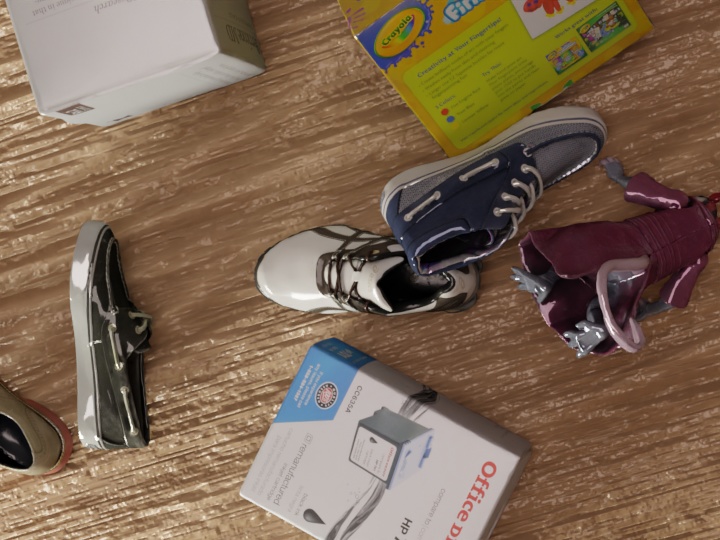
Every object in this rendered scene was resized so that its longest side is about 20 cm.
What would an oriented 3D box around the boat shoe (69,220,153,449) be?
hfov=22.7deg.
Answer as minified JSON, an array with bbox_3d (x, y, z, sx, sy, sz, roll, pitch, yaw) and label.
[{"bbox_3d":[-0.211,0.056,1.560,0.063,0.071,0.202,0,99,12],"label":"boat shoe"}]

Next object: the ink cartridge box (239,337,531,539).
[{"bbox_3d":[0.022,0.167,1.504,0.199,0.086,0.147,27,96,11],"label":"ink cartridge box"}]

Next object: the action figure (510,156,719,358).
[{"bbox_3d":[0.224,-0.023,1.428,0.199,0.149,0.135,-28,95,-22],"label":"action figure"}]

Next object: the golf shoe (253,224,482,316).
[{"bbox_3d":[0.000,0.000,1.501,0.198,0.094,0.078,-1,92,13],"label":"golf shoe"}]

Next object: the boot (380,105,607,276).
[{"bbox_3d":[0.120,-0.060,1.458,0.199,0.073,0.091,-24,44,0],"label":"boot"}]

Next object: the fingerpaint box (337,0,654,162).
[{"bbox_3d":[0.108,-0.210,1.441,0.199,0.167,0.074,-35,40,10],"label":"fingerpaint box"}]

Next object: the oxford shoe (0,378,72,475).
[{"bbox_3d":[-0.350,0.117,1.581,0.199,0.075,0.071,25,96,10],"label":"oxford shoe"}]

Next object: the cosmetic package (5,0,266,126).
[{"bbox_3d":[-0.198,-0.242,1.500,0.164,0.165,0.201,-18,88,11],"label":"cosmetic package"}]
